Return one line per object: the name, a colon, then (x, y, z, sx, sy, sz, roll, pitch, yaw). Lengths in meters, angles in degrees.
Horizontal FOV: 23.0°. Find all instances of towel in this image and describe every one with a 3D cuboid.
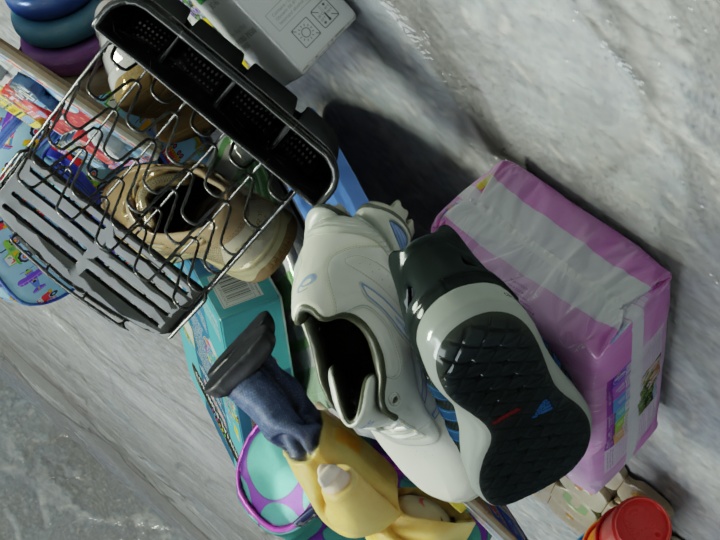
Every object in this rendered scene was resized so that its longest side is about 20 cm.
towel: (-0.062, 0.004, 1.231, 0.153, 0.023, 0.201, 145, 106, -77)

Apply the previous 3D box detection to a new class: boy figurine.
boy figurine: (-0.011, 0.120, 1.104, 0.200, 0.064, 0.124, 44, -174, -7)

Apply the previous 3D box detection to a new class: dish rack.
dish rack: (-0.117, -0.048, 0.979, 0.153, 0.055, 0.200, 39, 121, -9)

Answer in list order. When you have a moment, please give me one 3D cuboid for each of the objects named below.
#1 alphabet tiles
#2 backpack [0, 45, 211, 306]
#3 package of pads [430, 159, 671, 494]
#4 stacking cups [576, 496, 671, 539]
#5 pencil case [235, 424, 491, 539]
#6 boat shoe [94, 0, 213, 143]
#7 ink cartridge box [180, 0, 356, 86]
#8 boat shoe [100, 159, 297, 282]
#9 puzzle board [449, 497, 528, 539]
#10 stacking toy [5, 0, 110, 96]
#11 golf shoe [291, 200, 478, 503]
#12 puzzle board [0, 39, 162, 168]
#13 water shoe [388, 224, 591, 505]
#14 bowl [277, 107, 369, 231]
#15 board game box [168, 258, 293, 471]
alphabet tiles: (0.160, 0.161, 1.275, 0.200, 0.015, 0.196, 40, 163, 12)
backpack: (-0.223, -0.062, 1.292, 0.134, 0.200, 0.183, 33, 160, 30)
package of pads: (0.106, 0.034, 0.983, 0.120, 0.076, 0.200, 39, 163, 23)
stacking cups: (0.170, 0.196, 1.220, 0.060, 0.061, 0.200, 39, 159, 13)
pencil case: (0.010, 0.156, 1.246, 0.199, 0.092, 0.085, 19, -140, -45)
boat shoe: (-0.114, -0.129, 1.091, 0.070, 0.070, 0.200, 63, -176, 8)
ink cartridge box: (-0.100, -0.184, 0.965, 0.200, 0.050, 0.109, 45, 164, -10)
boat shoe: (-0.120, -0.045, 1.156, 0.064, 0.072, 0.199, 34, 166, -37)
puzzle board: (0.040, 0.110, 1.161, 0.151, 0.017, 0.200, 45, -176, -20)
stacking toy: (-0.204, -0.207, 1.129, 0.085, 0.085, 0.201, 30, 152, 37)
golf shoe: (0.010, 0.064, 0.940, 0.078, 0.097, 0.201, -10, 123, 30)
puzzle board: (-0.203, -0.107, 1.094, 0.150, 0.017, 0.200, 33, 173, -14)
water shoe: (0.067, 0.048, 0.896, 0.200, 0.071, 0.079, 68, 176, -55)
bowl: (0.000, 0.000, 1.073, 0.202, 0.039, 0.201, 62, 178, 3)
board game box: (-0.092, 0.049, 1.268, 0.201, 0.047, 0.151, 84, 162, -45)
